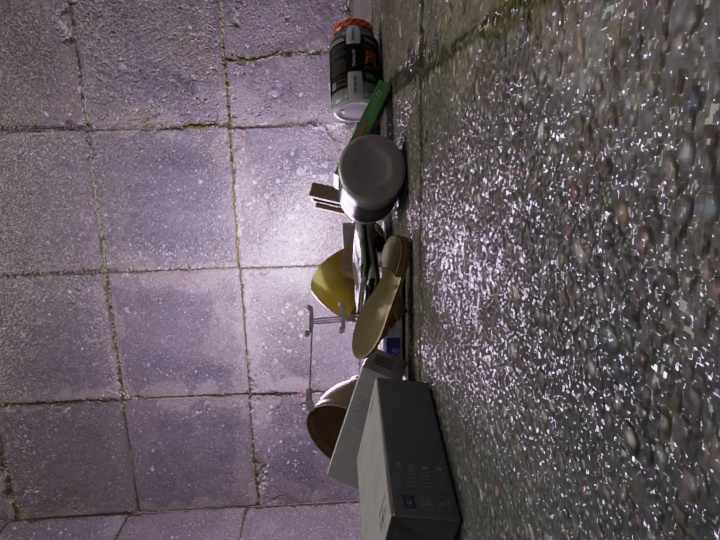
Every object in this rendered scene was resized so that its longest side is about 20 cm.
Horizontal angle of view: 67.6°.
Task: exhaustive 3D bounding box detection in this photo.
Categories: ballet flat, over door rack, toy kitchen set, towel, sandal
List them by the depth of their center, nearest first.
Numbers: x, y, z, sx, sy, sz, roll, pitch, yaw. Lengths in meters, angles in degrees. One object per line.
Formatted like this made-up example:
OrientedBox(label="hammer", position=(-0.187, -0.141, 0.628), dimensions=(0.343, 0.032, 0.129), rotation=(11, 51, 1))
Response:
OrientedBox(label="sandal", position=(0.054, 0.051, 0.876), dimensions=(0.077, 0.068, 0.217), rotation=(39, 116, 53))
OrientedBox(label="over door rack", position=(-0.032, 0.149, 1.007), dimensions=(0.067, 0.143, 0.205), rotation=(79, -173, -61))
OrientedBox(label="towel", position=(0.000, 0.000, 1.149), dimensions=(0.195, 0.033, 0.204), rotation=(99, 167, -48))
OrientedBox(label="ballet flat", position=(0.044, -0.022, 1.193), dimensions=(0.046, 0.067, 0.205), rotation=(-26, 51, 38))
OrientedBox(label="toy kitchen set", position=(-0.052, -0.090, 1.409), dimensions=(0.163, 0.176, 0.205), rotation=(52, -127, -72))

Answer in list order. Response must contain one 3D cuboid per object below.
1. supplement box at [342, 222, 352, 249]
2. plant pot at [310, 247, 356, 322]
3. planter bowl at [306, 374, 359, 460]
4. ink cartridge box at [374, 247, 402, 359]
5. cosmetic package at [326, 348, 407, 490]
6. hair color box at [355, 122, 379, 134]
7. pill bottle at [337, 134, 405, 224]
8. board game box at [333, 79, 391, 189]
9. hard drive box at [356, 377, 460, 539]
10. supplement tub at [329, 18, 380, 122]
OrientedBox(label="supplement box", position=(-0.011, -0.057, 1.802), dimensions=(0.103, 0.100, 0.204), rotation=(89, 176, -49))
OrientedBox(label="plant pot", position=(-0.022, 0.057, 1.502), dimensions=(0.143, 0.196, 0.203), rotation=(52, 156, 33))
OrientedBox(label="planter bowl", position=(-0.001, 0.315, 1.161), dimensions=(0.135, 0.195, 0.204), rotation=(-53, -29, -47))
OrientedBox(label="ink cartridge box", position=(0.054, 0.074, 1.040), dimensions=(0.201, 0.039, 0.205), rotation=(-99, 7, -73))
OrientedBox(label="cosmetic package", position=(0.012, 0.247, 0.905), dimensions=(0.101, 0.070, 0.205), rotation=(-43, -28, -74))
OrientedBox(label="hair color box", position=(0.017, -0.324, 1.373), dimensions=(0.100, 0.059, 0.206), rotation=(-107, 15, -79))
OrientedBox(label="pill bottle", position=(0.015, -0.149, 0.943), dimensions=(0.200, 0.110, 0.117), rotation=(104, 164, -82))
OrientedBox(label="board game box", position=(0.001, -0.266, 1.088), dimensions=(0.204, 0.029, 0.135), rotation=(-64, 1, -3))
OrientedBox(label="hard drive box", position=(0.047, 0.259, 0.650), dimensions=(0.202, 0.075, 0.159), rotation=(-97, 15, -59))
OrientedBox(label="supplement tub", position=(-0.013, -0.463, 1.246), dimensions=(0.123, 0.119, 0.206), rotation=(104, 164, -81))
